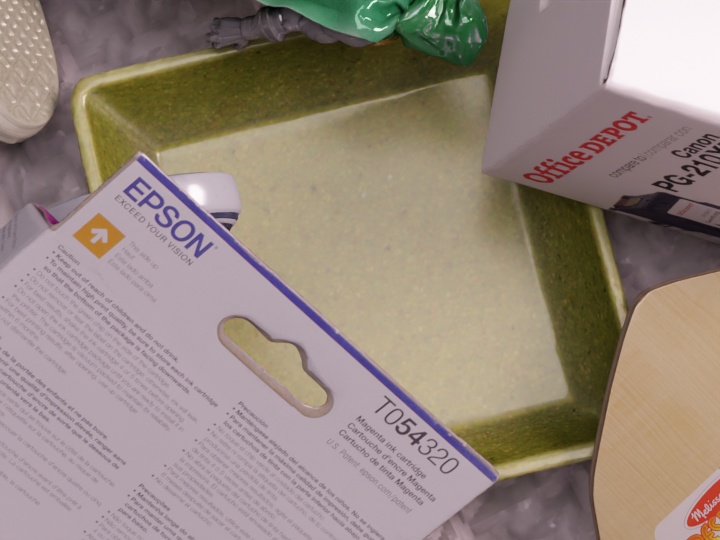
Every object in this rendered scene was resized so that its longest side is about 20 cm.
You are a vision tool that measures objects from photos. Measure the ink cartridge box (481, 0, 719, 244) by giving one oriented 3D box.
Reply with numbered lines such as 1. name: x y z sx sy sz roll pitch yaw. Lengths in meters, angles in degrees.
1. ink cartridge box: 0.163 -0.063 1.083 0.199 0.145 0.085 16 75 -12

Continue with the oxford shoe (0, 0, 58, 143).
1. oxford shoe: -0.175 -0.143 1.183 0.058 0.075 0.201 -22 74 34

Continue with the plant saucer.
1. plant saucer: 0.000 0.000 1.153 0.199 0.048 0.201 -13 78 -1

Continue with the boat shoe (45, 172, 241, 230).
1. boat shoe: -0.110 0.032 1.100 0.200 0.071 0.091 -26 74 41

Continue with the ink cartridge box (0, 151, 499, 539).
1. ink cartridge box: -0.085 0.070 1.061 0.200 0.043 0.196 -40 115 15

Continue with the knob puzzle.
1. knob puzzle: 0.175 0.080 1.117 0.219 0.030 0.221 -1 96 -6

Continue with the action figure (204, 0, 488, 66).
1. action figure: -0.034 -0.126 1.142 0.200 0.055 0.118 24 48 28
